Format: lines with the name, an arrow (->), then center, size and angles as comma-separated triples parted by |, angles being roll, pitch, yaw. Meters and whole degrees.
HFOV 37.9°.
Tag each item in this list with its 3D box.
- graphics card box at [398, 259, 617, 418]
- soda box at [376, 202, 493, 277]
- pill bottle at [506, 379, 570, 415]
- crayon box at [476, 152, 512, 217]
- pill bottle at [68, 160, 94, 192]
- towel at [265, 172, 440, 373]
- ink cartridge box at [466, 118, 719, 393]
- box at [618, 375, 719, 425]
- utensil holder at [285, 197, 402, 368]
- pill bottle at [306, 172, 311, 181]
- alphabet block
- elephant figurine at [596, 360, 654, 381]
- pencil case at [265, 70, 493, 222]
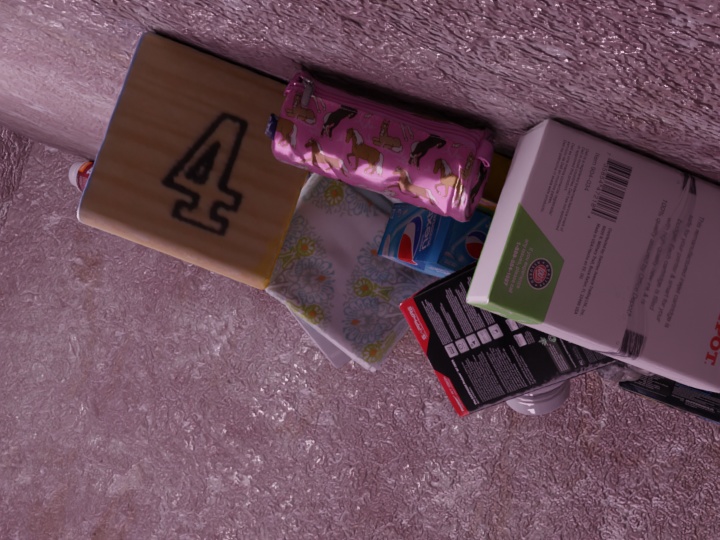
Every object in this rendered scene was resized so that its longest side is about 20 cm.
graphics card box -> 0.136, 0.045, 0.940 | 0.051, 0.127, 0.199 | -28, 178, -42
soda box -> 0.083, -0.030, 1.093 | 0.067, 0.065, 0.200 | 21, 177, -16
pill bottle -> 0.186, 0.065, 1.165 | 0.110, 0.111, 0.202 | 18, 141, 33
crayon box -> 0.130, -0.077, 1.041 | 0.124, 0.052, 0.200 | 21, 178, -19
pill bottle -> -0.875, -0.301, 3.480 | 0.198, 0.115, 0.112 | 18, 177, 36
towel -> -0.009, -0.006, 1.212 | 0.199, 0.172, 0.048 | 38, 180, -3
ink cartridge box -> 0.201, -0.009, 0.814 | 0.197, 0.148, 0.084 | 21, 176, -6
box -> 0.386, 0.080, 1.087 | 0.198, 0.162, 0.046 | 18, 176, 33
utensil holder -> 0.000, 0.000, 1.319 | 0.171, 0.199, 0.170 | 50, 178, 3
pill bottle -> -0.131, -0.113, 1.600 | 0.197, 0.116, 0.114 | 20, 177, 8
alphabet block -> -0.157, -0.104, 1.092 | 0.197, 0.200, 0.195 | 20, 179, -5
elephant figurine -> 0.291, 0.031, 0.972 | 0.198, 0.158, 0.141 | -5, 165, -41
pencil case -> 0.020, -0.108, 0.910 | 0.197, 0.084, 0.086 | 20, -176, 14
